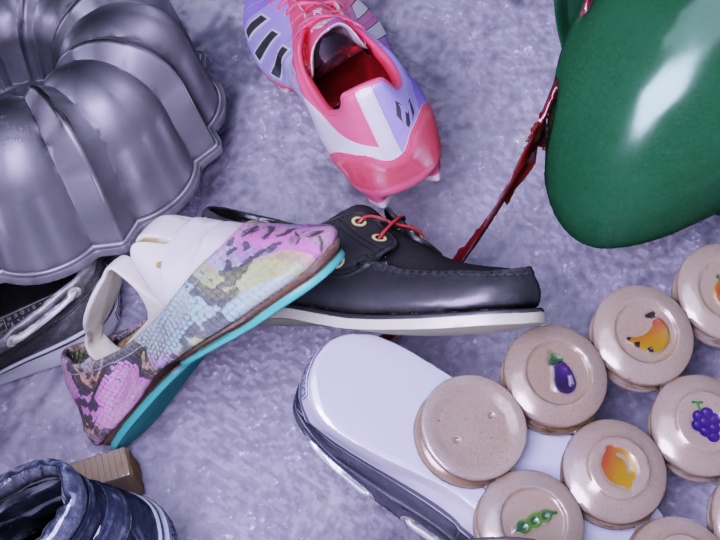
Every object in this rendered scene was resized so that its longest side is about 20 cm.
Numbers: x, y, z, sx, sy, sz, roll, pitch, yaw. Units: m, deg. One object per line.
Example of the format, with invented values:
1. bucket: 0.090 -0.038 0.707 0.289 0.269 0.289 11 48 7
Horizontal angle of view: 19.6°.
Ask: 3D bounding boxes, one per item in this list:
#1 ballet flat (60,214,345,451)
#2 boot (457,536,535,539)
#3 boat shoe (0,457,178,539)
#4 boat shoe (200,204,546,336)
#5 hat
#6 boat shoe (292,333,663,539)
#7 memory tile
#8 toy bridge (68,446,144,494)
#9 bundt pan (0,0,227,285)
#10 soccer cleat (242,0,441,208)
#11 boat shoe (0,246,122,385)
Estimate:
1. ballet flat: -0.087 0.017 0.965 0.071 0.200 0.069 51 46 0
2. boot: 0.000 0.197 0.873 0.200 0.073 0.151 -15 41 34
3. boat shoe: -0.182 0.160 0.939 0.200 0.091 0.071 -41 52 6
4. boat shoe: -0.002 0.000 0.983 0.201 0.074 0.063 5 89 39
5. hat: 0.099 -0.038 0.961 0.166 0.200 0.176 34 60 32
6. boat shoe: 0.055 0.104 0.968 0.200 0.068 0.072 30 64 0
7. memory tile: 0.136 0.082 0.949 0.200 0.017 0.154 -26 76 -21
8. toy bridge: -0.119 0.185 0.974 0.067 0.027 0.200 -16 64 3
9. bundt pan: -0.172 -0.088 1.052 0.201 0.076 0.202 -8 44 8
10. soccer cleat: -0.015 -0.110 1.047 0.067 0.077 0.200 -26 41 -4
11. boat shoe: -0.218 0.036 1.039 0.200 0.064 0.071 -27 64 -5
